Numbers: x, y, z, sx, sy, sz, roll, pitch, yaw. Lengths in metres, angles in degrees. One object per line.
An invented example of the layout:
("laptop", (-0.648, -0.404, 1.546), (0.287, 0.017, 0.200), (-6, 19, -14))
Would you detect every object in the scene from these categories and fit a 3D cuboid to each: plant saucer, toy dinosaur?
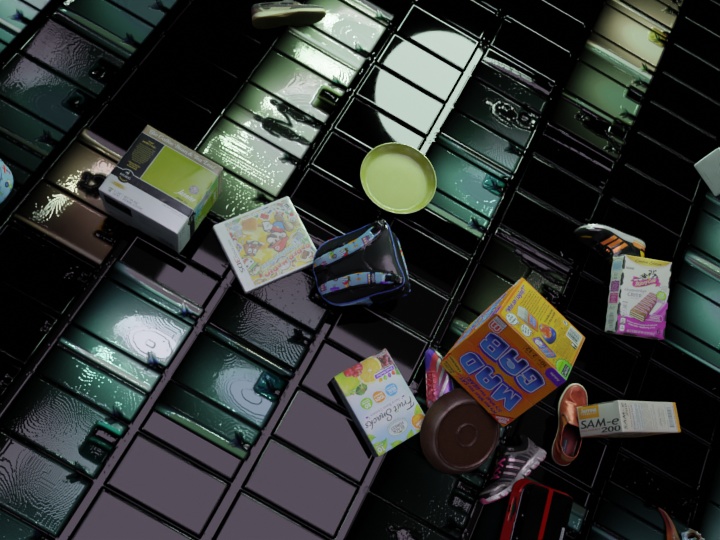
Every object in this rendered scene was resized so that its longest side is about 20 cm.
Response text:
("plant saucer", (0.231, 0.365, 1.537), (0.200, 0.034, 0.200), (-2, 97, -17))
("toy dinosaur", (0.727, 0.687, 1.576), (0.182, 0.105, 0.200), (-48, 49, -10))
("plant saucer", (0.095, -0.231, 1.758), (0.200, 0.031, 0.200), (4, 71, -10))

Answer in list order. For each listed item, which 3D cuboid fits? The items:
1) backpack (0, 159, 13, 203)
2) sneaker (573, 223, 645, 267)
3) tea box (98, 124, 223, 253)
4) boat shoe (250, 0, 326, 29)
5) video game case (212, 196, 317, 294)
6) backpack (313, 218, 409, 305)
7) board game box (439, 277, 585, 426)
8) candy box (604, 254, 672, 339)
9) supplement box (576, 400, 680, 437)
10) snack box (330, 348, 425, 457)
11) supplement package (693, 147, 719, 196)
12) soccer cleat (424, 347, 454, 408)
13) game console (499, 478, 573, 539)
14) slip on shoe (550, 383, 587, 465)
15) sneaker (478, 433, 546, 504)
("backpack", (-0.874, -0.215, 1.488), (0.200, 0.135, 0.183), (40, 69, 0))
("sneaker", (0.652, -0.056, 1.797), (0.200, 0.070, 0.090), (16, 65, -8))
("tea box", (-0.448, -0.184, 1.568), (0.200, 0.134, 0.197), (30, 69, -1))
("boat shoe", (-0.194, -0.693, 1.834), (0.201, 0.072, 0.066), (-11, 79, -11))
("video game case", (-0.222, -0.063, 1.635), (0.200, 0.023, 0.182), (-24, 78, -19))
("backpack", (0.000, 0.000, 1.599), (0.200, 0.135, 0.183), (-19, 72, 9))
("board game box", (0.342, 0.179, 1.540), (0.200, 0.200, 0.200), (45, 36, 5))
("candy box", (0.705, 0.068, 1.745), (0.136, 0.061, 0.200), (8, 85, -10))
("supplement box", (0.621, 0.347, 1.594), (0.200, 0.126, 0.074), (8, 69, -28))
("snack box", (0.044, 0.297, 1.552), (0.142, 0.053, 0.200), (-27, 79, -18))
("supplement package", (1.082, -0.316, 1.960), (0.200, 0.110, 0.114), (-27, 79, -19))
("soccer cleat", (0.179, 0.277, 1.581), (0.073, 0.068, 0.200), (-15, 79, -21))
("game console", (0.383, 0.572, 1.510), (0.177, 0.031, 0.200), (27, 73, -29))
("slip on shoe", (0.502, 0.362, 1.626), (0.074, 0.061, 0.200), (22, 67, -2))
("sneaker", (0.327, 0.444, 1.555), (0.200, 0.074, 0.087), (-35, 79, -23))
